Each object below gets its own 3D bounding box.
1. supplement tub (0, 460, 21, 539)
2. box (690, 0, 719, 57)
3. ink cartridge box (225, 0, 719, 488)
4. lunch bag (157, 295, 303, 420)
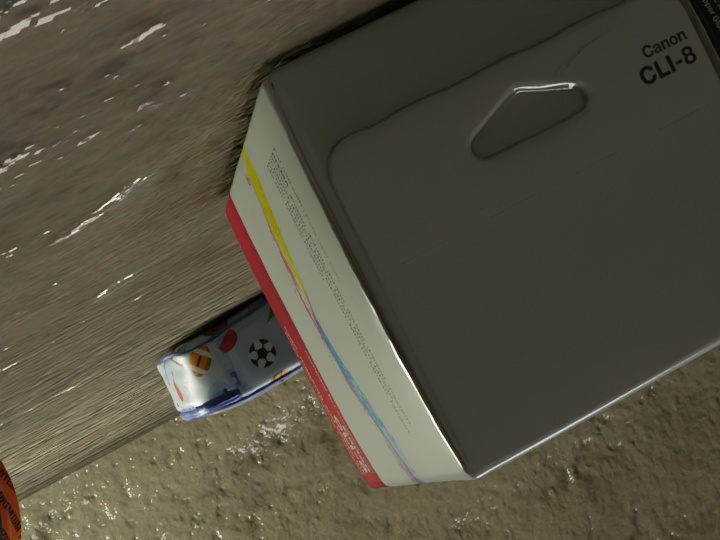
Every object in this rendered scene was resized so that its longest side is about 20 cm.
[{"bbox_3d":[-0.211,0.114,0.500,0.122,0.124,0.200,-29,177,15],"label":"supplement tub"},{"bbox_3d":[0.242,-0.122,0.786,0.198,0.118,0.197,-30,176,11],"label":"box"},{"bbox_3d":[0.046,-0.014,0.531,0.144,0.146,0.200,-27,175,-12],"label":"ink cartridge box"},{"bbox_3d":[-0.081,0.065,1.261,0.198,0.076,0.160,-26,178,-19],"label":"lunch bag"}]
